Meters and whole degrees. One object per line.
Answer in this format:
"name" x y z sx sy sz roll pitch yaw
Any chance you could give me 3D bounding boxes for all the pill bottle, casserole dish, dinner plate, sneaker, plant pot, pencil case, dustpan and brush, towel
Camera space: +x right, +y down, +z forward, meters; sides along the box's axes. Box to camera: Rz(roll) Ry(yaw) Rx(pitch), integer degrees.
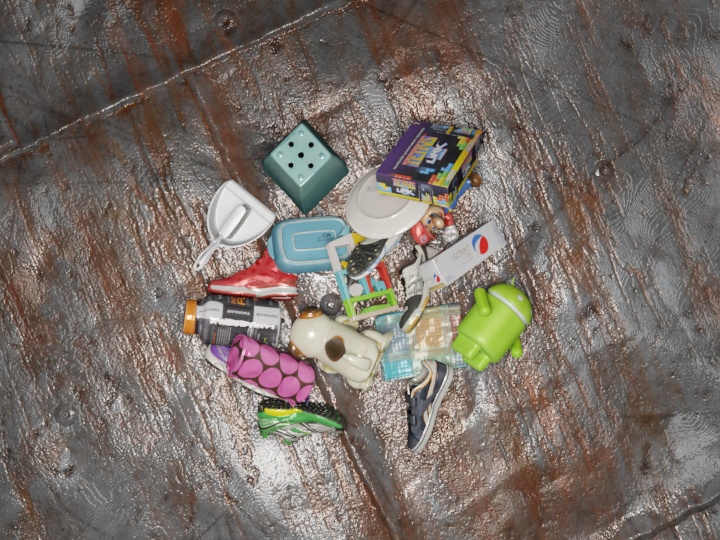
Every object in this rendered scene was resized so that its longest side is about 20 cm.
"pill bottle" -0.272 0.107 1.450 0.196 0.106 0.109 7 90 -15
"casserole dish" -0.101 -0.061 1.482 0.196 0.039 0.124 -6 78 -17
"dinner plate" 0.056 -0.158 1.462 0.196 0.024 0.203 -13 53 18
"sneaker" -0.239 0.209 1.488 0.198 0.081 0.084 34 77 -4
"sneaker" 0.128 0.288 1.491 0.078 0.078 0.203 22 88 -12
"plant pot" -0.116 -0.223 1.429 0.141 0.200 0.141 -44 91 -2
"sneaker" 0.040 -0.050 1.459 0.071 0.073 0.201 16 54 33
"sneaker" -0.231 0.004 1.500 0.195 0.078 0.118 3 75 -5
"pencil case" -0.187 0.208 1.421 0.199 0.091 0.094 32 100 -31
"dustpan and brush" -0.294 -0.082 1.492 0.139 0.057 0.201 37 89 -1
"sneaker" 0.115 0.037 1.495 0.086 0.076 0.203 23 70 4
"sneaker" -0.127 0.332 1.497 0.196 0.078 0.087 5 99 5
"towel" 0.135 0.158 1.524 0.196 0.022 0.150 -9 91 -2

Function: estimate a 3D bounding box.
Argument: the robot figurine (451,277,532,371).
"robot figurine" 0.287 0.114 1.478 0.200 0.115 0.176 -48 119 -8

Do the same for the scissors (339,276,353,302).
"scissors" -0.005 -0.027 1.527 0.073 0.014 0.201 41 90 -4

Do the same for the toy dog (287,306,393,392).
"toy dog" -0.056 0.163 1.438 0.197 0.194 0.142 24 103 11

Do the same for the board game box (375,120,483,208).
"board game box" 0.146 -0.226 1.426 0.163 0.057 0.201 15 49 24

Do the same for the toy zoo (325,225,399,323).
"toy zoo" 0.000 0.000 1.462 0.130 0.020 0.204 -10 79 -39

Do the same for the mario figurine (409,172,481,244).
"mario figurine" 0.185 -0.138 1.484 0.123 0.106 0.201 37 86 5

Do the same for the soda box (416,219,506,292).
"soda box" 0.216 -0.032 1.462 0.198 0.068 0.064 -31 91 -30
